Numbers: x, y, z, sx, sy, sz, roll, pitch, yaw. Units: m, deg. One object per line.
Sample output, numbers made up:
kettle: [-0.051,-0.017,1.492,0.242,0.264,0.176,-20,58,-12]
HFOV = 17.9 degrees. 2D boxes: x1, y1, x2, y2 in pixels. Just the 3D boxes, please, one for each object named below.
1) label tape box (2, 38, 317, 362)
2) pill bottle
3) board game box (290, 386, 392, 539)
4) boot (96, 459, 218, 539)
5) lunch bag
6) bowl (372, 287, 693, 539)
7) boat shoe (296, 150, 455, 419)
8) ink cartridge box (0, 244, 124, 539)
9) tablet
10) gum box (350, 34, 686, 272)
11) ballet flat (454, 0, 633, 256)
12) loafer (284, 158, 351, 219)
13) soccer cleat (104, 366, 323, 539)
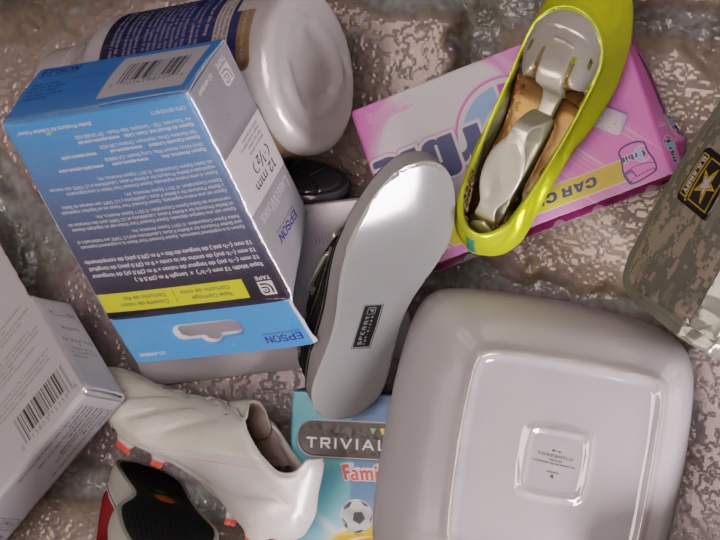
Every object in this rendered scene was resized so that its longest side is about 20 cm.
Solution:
label tape box: [-0.117,-0.040,1.450,0.142,0.066,0.201,-7,127,29]
pill bottle: [-0.114,-0.119,1.503,0.199,0.111,0.112,-6,89,30]
board game box: [0.028,0.182,1.531,0.150,0.047,0.202,1,91,14]
boot: [-0.153,0.221,1.509,0.072,0.200,0.145,18,96,-13]
lunch bag: [0.246,-0.033,1.394,0.117,0.200,0.165,32,99,12]
bowl: [0.117,0.119,1.458,0.198,0.075,0.201,11,90,-10]
boat shoe: [0.000,0.000,1.461,0.064,0.070,0.201,60,137,46]
ink cartridge box: [-0.271,0.092,1.596,0.200,0.043,0.174,-49,54,21]
tablet: [-0.069,0.017,1.538,0.198,0.014,0.131,-6,123,15]
gum box: [0.108,-0.084,1.497,0.199,0.066,0.114,-21,85,14]
ballet flat: [0.113,-0.101,1.426,0.066,0.067,0.201,27,94,15]
loafer: [-0.098,-0.042,1.560,0.198,0.072,0.063,4,116,19]
soccer cleat: [-0.101,0.109,1.537,0.199,0.069,0.078,34,108,29]
